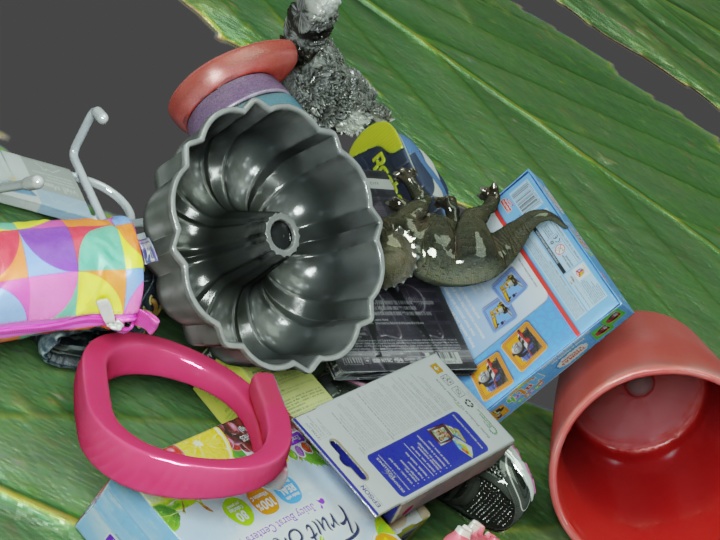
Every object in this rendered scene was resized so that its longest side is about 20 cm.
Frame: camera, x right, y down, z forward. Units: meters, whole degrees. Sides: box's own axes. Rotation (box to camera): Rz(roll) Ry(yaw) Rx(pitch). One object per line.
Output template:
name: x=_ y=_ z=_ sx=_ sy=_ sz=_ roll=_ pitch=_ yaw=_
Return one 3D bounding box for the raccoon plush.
raccoon plush: x=-0.013 y=-0.185 z=1.838 sx=0.133 sy=0.200 sz=0.098 roll=-10 pitch=70 yaw=-31

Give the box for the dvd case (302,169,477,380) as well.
dvd case: x=0.000 y=0.000 z=1.600 sx=0.148 sy=0.016 sz=0.201 roll=1 pitch=55 yaw=-41

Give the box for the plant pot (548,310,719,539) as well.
plant pot: x=0.250 y=0.134 z=1.717 sx=0.199 sy=0.201 sz=0.178 roll=33 pitch=19 yaw=-14

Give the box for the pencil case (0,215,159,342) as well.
pencil case: x=-0.236 y=0.009 z=1.326 sx=0.198 sy=0.089 sz=0.089 roll=-4 pitch=47 yaw=-25

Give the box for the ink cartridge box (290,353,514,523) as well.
ink cartridge box: x=0.028 y=0.126 z=1.461 sx=0.095 sy=0.037 sz=0.199 roll=47 pitch=30 yaw=16

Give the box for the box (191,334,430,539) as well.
box: x=-0.040 y=0.131 z=1.490 sx=0.200 sy=0.050 sz=0.075 roll=47 pitch=29 yaw=14

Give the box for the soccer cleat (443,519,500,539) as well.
soccer cleat: x=0.083 y=0.231 z=1.473 sx=0.066 sy=0.077 sz=0.200 roll=31 pitch=-2 yaw=14

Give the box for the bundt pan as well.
bundt pan: x=-0.080 y=-0.020 z=1.460 sx=0.201 sy=0.075 sz=0.204 roll=11 pitch=73 yaw=-40

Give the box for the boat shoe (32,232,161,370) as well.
boat shoe: x=-0.173 y=0.027 z=1.463 sx=0.199 sy=0.071 sz=0.091 roll=-3 pitch=51 yaw=-44

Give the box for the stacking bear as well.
stacking bear: x=-0.073 y=-0.081 z=1.702 sx=0.113 sy=0.121 sz=0.201 roll=-8 pitch=62 yaw=-52

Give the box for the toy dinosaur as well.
toy dinosaur: x=0.068 y=-0.022 z=1.598 sx=0.198 sy=0.077 sz=0.103 roll=10 pitch=58 yaw=-19

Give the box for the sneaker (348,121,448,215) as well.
sneaker: x=0.058 y=-0.047 z=1.844 sx=0.082 sy=0.074 sz=0.201 roll=30 pitch=34 yaw=-52

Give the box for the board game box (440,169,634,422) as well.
board game box: x=0.107 y=0.038 z=1.647 sx=0.037 sy=0.200 sz=0.152 roll=31 pitch=23 yaw=-57

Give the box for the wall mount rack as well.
wall mount rack: x=-0.233 y=-0.074 z=1.503 sx=0.199 sy=0.075 sz=0.174 roll=15 pitch=28 yaw=-38

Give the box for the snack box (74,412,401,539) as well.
snack box: x=-0.070 y=0.189 z=1.350 sx=0.169 sy=0.068 sz=0.199 roll=47 pitch=29 yaw=15

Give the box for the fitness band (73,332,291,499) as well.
fitness band: x=-0.121 y=0.098 z=1.330 sx=0.142 sy=0.038 sz=0.200 roll=10 pitch=20 yaw=-15

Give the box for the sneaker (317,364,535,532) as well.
sneaker: x=0.039 y=0.145 z=1.558 sx=0.199 sy=0.081 sz=0.086 roll=34 pitch=33 yaw=11
